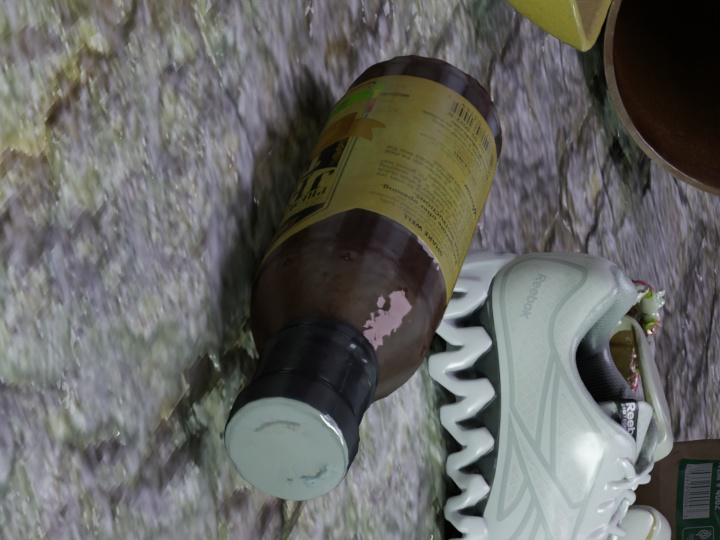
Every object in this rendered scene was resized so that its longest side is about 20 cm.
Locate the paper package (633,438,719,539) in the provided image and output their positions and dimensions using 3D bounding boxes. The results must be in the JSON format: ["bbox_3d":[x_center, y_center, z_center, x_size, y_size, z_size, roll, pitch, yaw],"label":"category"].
[{"bbox_3d":[0.204,0.194,1.413,0.191,0.103,0.200,41,47,-62],"label":"paper package"}]

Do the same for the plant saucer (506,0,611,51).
[{"bbox_3d":[0.071,-0.221,1.270,0.200,0.048,0.200,-65,144,-56],"label":"plant saucer"}]

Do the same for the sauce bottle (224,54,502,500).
[{"bbox_3d":[0.000,0.000,0.975,0.200,0.065,0.065,-67,145,-55],"label":"sauce bottle"}]

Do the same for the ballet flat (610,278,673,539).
[{"bbox_3d":[0.097,0.087,1.212,0.076,0.064,0.200,45,42,-60],"label":"ballet flat"}]

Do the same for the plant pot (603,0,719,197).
[{"bbox_3d":[0.204,-0.165,1.466,0.200,0.187,0.187,-94,166,-55],"label":"plant pot"}]

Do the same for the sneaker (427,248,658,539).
[{"bbox_3d":[0.075,0.089,1.129,0.075,0.081,0.200,2,83,-72],"label":"sneaker"}]
